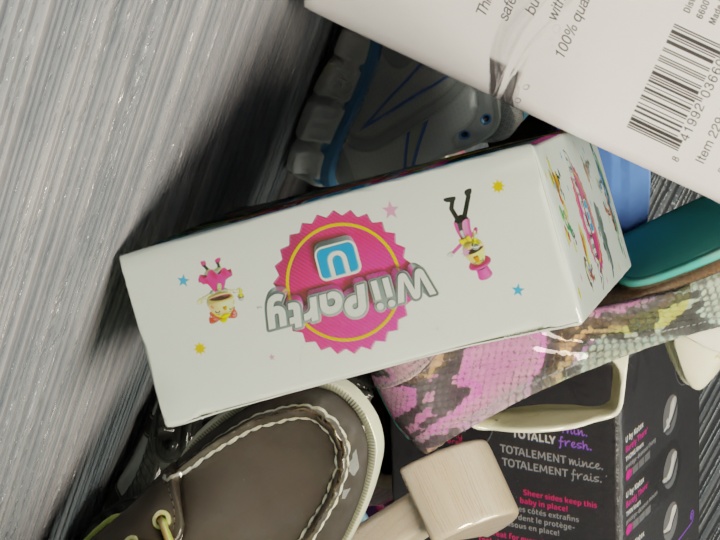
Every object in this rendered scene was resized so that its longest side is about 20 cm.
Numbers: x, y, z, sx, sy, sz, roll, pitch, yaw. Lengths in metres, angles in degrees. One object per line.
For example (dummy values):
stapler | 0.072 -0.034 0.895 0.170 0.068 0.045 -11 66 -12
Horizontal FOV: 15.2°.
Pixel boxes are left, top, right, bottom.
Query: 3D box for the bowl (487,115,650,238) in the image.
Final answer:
bowl | 0.079 -0.097 1.158 0.201 0.039 0.202 169 -90 -83

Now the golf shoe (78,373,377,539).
golf shoe | -0.063 0.085 1.110 0.200 0.078 0.095 -52 177 -17

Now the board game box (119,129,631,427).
board game box | 0.013 -0.004 0.967 0.200 0.146 0.065 -35 110 -79

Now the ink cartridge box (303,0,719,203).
ink cartridge box | 0.098 -0.126 0.950 0.147 0.199 0.084 -66 176 28

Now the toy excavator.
toy excavator | -0.017 0.147 1.211 0.193 0.100 0.200 -25 168 1

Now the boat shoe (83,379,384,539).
boat shoe | -0.069 0.117 0.987 0.201 0.072 0.061 -46 174 22

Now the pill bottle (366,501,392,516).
pill bottle | -0.023 0.169 1.592 0.200 0.111 0.112 -58 172 -45

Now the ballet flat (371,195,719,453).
ballet flat | 0.103 0.023 1.087 0.069 0.199 0.072 -105 174 -70

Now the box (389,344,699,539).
box | 0.089 0.107 1.284 0.106 0.121 0.202 -36 130 -54

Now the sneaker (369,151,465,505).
sneaker | 0.028 0.024 1.368 0.105 0.075 0.202 167 -61 -76

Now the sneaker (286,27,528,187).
sneaker | 0.037 -0.100 1.084 0.075 0.086 0.201 -55 169 -43
